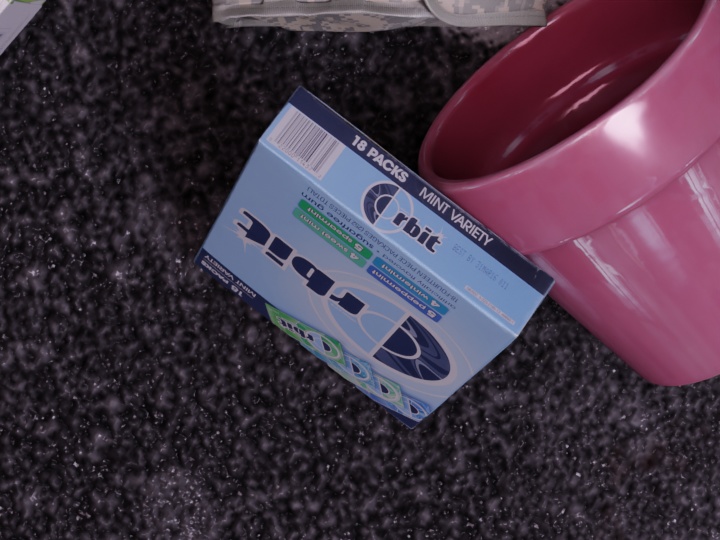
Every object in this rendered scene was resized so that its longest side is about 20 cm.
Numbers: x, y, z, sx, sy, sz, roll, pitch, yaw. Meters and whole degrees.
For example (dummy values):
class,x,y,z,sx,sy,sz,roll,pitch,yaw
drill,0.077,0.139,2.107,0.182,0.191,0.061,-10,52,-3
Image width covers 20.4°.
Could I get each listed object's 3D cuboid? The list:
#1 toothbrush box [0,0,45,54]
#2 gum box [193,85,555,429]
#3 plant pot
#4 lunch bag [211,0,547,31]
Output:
class,x,y,z,sx,sy,sz,roll,pitch,yaw
toothbrush box,-0.311,-0.174,1.176,0.200,0.086,0.146,44,99,-1
gum box,0.000,0.000,1.121,0.169,0.200,0.045,37,67,-1
plant pot,0.160,-0.044,1.111,0.199,0.200,0.179,-35,109,9
lunch bag,0.015,-0.218,1.127,0.198,0.118,0.166,-1,94,1
